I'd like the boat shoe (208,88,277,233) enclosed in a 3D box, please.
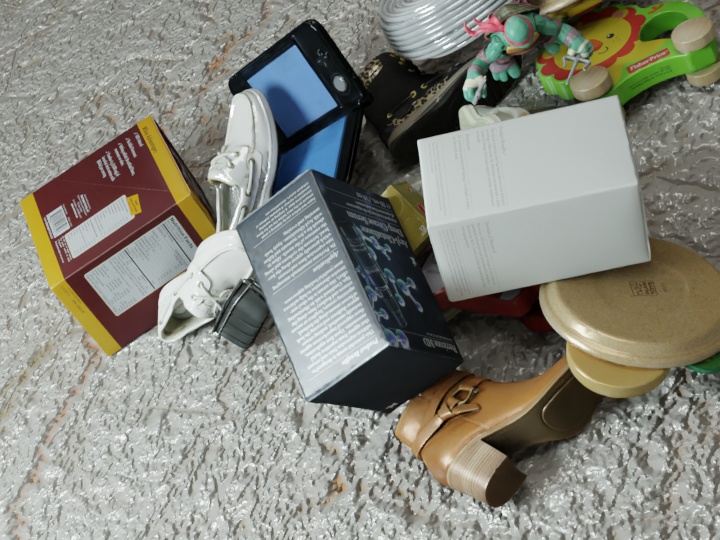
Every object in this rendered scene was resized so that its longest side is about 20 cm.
[{"bbox_3d":[-0.142,-0.111,1.726,0.070,0.069,0.203,-3,86,55],"label":"boat shoe"}]

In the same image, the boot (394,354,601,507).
[{"bbox_3d":[0.134,0.124,1.456,0.200,0.074,0.154,-43,38,-15],"label":"boot"}]

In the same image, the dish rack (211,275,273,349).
[{"bbox_3d":[-0.082,-0.006,1.664,0.201,0.054,0.153,-53,0,-21],"label":"dish rack"}]

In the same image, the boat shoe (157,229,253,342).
[{"bbox_3d":[-0.173,0.025,1.697,0.200,0.070,0.070,-43,29,46],"label":"boat shoe"}]

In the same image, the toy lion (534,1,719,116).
[{"bbox_3d":[0.302,-0.253,1.717,0.198,0.069,0.193,-24,35,11],"label":"toy lion"}]

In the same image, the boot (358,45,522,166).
[{"bbox_3d":[0.086,-0.229,1.817,0.200,0.073,0.151,-42,42,-2],"label":"boot"}]

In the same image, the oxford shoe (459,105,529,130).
[{"bbox_3d":[0.151,-0.151,1.657,0.057,0.076,0.200,-18,9,-7],"label":"oxford shoe"}]

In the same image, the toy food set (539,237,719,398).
[{"bbox_3d":[0.269,0.036,1.424,0.195,0.049,0.201,-12,38,-15],"label":"toy food set"}]

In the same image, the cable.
[{"bbox_3d":[0.115,-0.327,1.773,0.198,0.070,0.200,-30,21,10],"label":"cable"}]

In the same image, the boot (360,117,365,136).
[{"bbox_3d":[-0.060,-0.202,1.857,0.091,0.072,0.201,-60,34,30],"label":"boot"}]

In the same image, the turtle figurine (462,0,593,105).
[{"bbox_3d":[0.180,-0.248,1.643,0.148,0.102,0.200,-12,7,9],"label":"turtle figurine"}]

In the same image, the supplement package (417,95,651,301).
[{"bbox_3d":[0.164,-0.067,1.411,0.197,0.118,0.118,-11,49,9],"label":"supplement package"}]

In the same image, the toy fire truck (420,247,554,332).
[{"bbox_3d":[0.156,-0.036,1.558,0.166,0.113,0.201,9,55,37],"label":"toy fire truck"}]

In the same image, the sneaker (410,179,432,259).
[{"bbox_3d":[0.036,-0.028,1.667,0.200,0.075,0.105,-45,-4,21],"label":"sneaker"}]

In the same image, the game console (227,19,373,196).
[{"bbox_3d":[-0.086,-0.163,1.733,0.116,0.177,0.199,-43,12,-37],"label":"game console"}]

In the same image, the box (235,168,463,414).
[{"bbox_3d":[-0.011,0.023,1.455,0.107,0.148,0.202,-34,65,23],"label":"box"}]

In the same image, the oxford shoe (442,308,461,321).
[{"bbox_3d":[0.037,0.069,1.580,0.199,0.058,0.075,-36,45,-24],"label":"oxford shoe"}]

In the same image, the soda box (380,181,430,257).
[{"bbox_3d":[0.000,0.000,1.589,0.068,0.064,0.200,44,107,8],"label":"soda box"}]

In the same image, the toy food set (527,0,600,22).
[{"bbox_3d":[0.262,-0.358,1.808,0.196,0.049,0.201,-26,24,21],"label":"toy food set"}]

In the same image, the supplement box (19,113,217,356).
[{"bbox_3d":[-0.283,-0.046,1.825,0.199,0.133,0.198,-33,41,0],"label":"supplement box"}]
